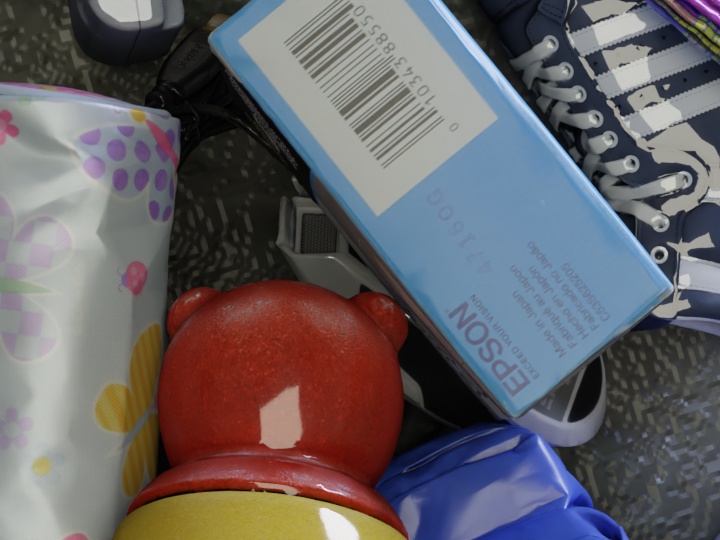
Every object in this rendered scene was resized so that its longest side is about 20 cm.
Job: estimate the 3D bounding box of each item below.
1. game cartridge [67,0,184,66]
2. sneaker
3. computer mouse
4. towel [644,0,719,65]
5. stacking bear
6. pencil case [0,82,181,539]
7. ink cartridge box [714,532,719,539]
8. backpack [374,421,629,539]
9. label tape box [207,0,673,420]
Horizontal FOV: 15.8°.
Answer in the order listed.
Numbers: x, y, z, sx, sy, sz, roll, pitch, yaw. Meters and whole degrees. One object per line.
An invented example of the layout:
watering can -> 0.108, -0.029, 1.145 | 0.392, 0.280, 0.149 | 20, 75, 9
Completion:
game cartridge -> -0.092, -0.172, 0.867 | 0.041, 0.133, 0.201 | -9, 89, -4
sneaker -> 0.086, -0.050, 0.912 | 0.199, 0.070, 0.109 | 32, 84, -6
computer mouse -> 0.000, 0.000, 0.903 | 0.200, 0.110, 0.044 | 40, 127, -8
towel -> 0.095, -0.152, 0.893 | 0.200, 0.023, 0.144 | 35, 46, -10
stacking bear -> -0.028, 0.099, 0.751 | 0.121, 0.114, 0.201 | -2, 65, 13
pencil case -> -0.105, 0.042, 0.799 | 0.090, 0.083, 0.201 | 4, 86, 22
ink cartridge box -> 0.265, 0.086, 0.939 | 0.200, 0.047, 0.198 | 40, 84, -5
backpack -> 0.013, 0.157, 0.861 | 0.199, 0.163, 0.168 | -29, 70, 3
label tape box -> 0.023, -0.024, 0.835 | 0.066, 0.200, 0.143 | -39, 87, -4
